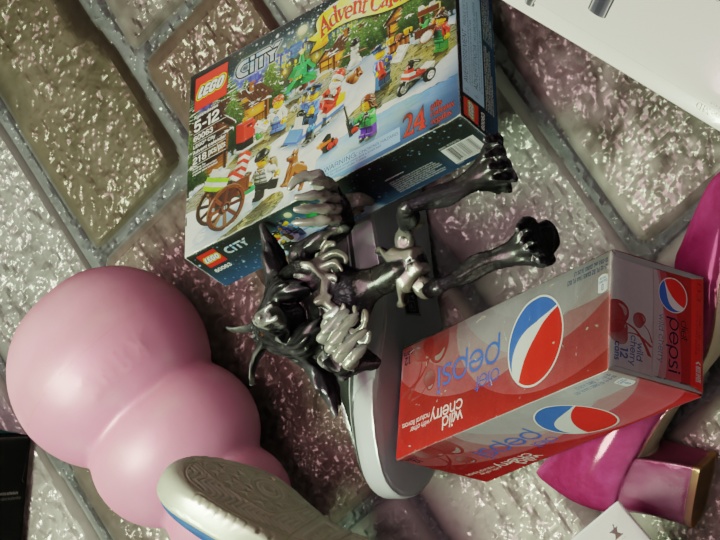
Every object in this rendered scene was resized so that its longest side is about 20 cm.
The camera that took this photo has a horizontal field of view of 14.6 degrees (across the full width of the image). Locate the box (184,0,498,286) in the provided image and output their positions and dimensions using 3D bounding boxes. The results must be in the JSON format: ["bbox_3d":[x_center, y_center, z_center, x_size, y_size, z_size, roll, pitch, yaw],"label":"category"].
[{"bbox_3d":[-0.013,-0.091,1.596,0.200,0.038,0.137,-27,47,30],"label":"box"}]

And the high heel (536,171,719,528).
[{"bbox_3d":[0.153,0.036,1.513,0.096,0.067,0.201,14,111,21],"label":"high heel"}]

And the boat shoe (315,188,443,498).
[{"bbox_3d":[0.000,0.033,1.606,0.068,0.074,0.200,-13,81,38],"label":"boat shoe"}]

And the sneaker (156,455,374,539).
[{"bbox_3d":[-0.042,0.189,1.589,0.200,0.077,0.111,26,113,-16],"label":"sneaker"}]

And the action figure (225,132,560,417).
[{"bbox_3d":[0.000,0.000,1.513,0.200,0.102,0.119,-28,70,20],"label":"action figure"}]

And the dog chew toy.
[{"bbox_3d":[-0.117,0.093,1.657,0.200,0.124,0.125,48,114,15],"label":"dog chew toy"}]

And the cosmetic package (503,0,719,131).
[{"bbox_3d":[0.156,-0.147,1.517,0.200,0.051,0.083,34,109,28],"label":"cosmetic package"}]

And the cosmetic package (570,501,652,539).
[{"bbox_3d":[0.106,0.242,1.469,0.200,0.052,0.151,-40,79,-3],"label":"cosmetic package"}]

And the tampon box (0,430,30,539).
[{"bbox_3d":[-0.333,0.153,1.772,0.200,0.150,0.127,8,94,32],"label":"tampon box"}]

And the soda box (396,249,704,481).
[{"bbox_3d":[0.098,0.055,1.499,0.200,0.063,0.070,-28,53,54],"label":"soda box"}]
